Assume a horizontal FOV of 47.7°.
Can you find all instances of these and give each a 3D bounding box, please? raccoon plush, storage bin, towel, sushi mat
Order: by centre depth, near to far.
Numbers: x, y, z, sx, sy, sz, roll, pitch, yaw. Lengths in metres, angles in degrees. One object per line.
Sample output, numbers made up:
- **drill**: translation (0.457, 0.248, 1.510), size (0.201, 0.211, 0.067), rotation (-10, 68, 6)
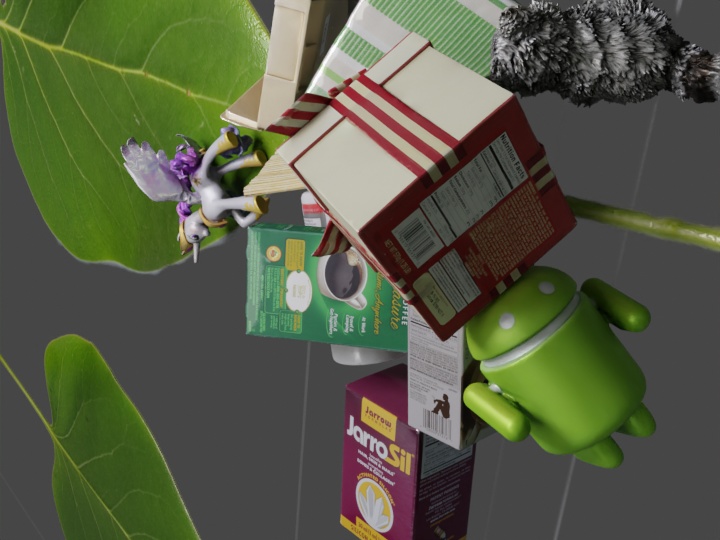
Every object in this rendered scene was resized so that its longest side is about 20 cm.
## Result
- **raccoon plush**: translation (0.195, -0.174, 0.635), size (0.199, 0.133, 0.097), rotation (10, 109, 49)
- **towel**: translation (0.051, -0.202, 0.791), size (0.152, 0.023, 0.200), rotation (33, 112, -3)
- **storage bin**: translation (-0.072, -0.272, 0.875), size (0.093, 0.199, 0.201), rotation (16, 121, 4)
- **sushi mat**: translation (-0.068, -0.135, 1.017), size (0.199, 0.096, 0.012), rotation (-1, 138, 51)

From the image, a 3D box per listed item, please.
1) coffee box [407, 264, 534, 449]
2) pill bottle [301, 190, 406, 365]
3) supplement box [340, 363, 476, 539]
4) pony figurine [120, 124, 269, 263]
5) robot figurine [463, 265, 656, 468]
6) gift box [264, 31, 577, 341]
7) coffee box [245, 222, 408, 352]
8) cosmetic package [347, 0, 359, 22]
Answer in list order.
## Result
- **coffee box**: translation (0.112, 0.063, 0.834), size (0.080, 0.113, 0.201), rotation (17, 114, 47)
- **pill bottle**: translation (0.000, 0.000, 0.949), size (0.114, 0.113, 0.201), rotation (3, 104, 50)
- **supplement box**: translation (0.056, 0.234, 0.967), size (0.131, 0.103, 0.201), rotation (23, 119, 45)
- **pony figurine**: translation (-0.227, -0.126, 1.178), size (0.199, 0.166, 0.194), rotation (-24, 91, 36)
- **robot figurine**: translation (0.176, 0.082, 0.736), size (0.200, 0.175, 0.116), rotation (53, 170, -4)
- **gift box**: translation (0.038, -0.074, 0.704), size (0.187, 0.200, 0.185), rotation (50, 175, 49)
- **coffee box**: translation (-0.023, 0.017, 0.875), size (0.199, 0.044, 0.124), rotation (4, 102, 11)
- **cosmetic package**: translation (0.042, -0.219, 0.859), size (0.101, 0.071, 0.201), rotation (22, 119, 45)
